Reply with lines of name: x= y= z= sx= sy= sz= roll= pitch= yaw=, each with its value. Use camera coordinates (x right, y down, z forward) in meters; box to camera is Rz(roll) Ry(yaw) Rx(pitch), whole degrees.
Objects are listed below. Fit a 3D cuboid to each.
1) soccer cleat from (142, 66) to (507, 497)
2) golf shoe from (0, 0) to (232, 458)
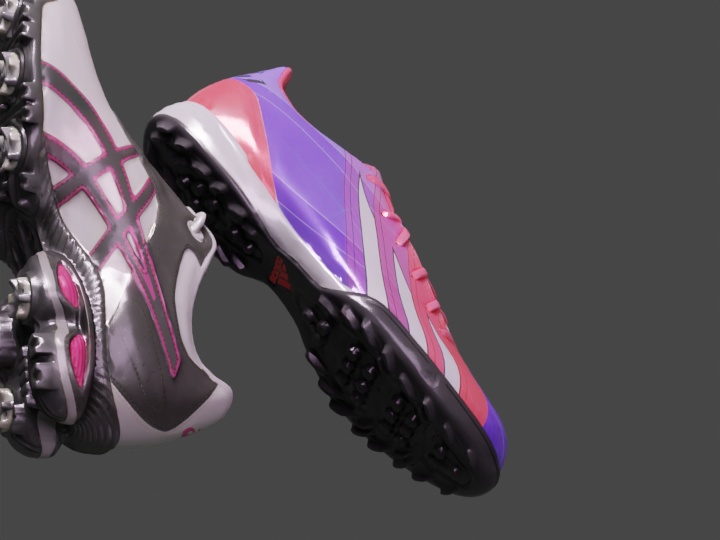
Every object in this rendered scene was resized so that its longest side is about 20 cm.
soccer cleat: x=0.000 y=0.000 z=1.110 sx=0.073 sy=0.068 sz=0.200 roll=-32 pitch=70 yaw=-30
golf shoe: x=-0.106 y=-0.022 z=1.101 sx=0.088 sy=0.077 sz=0.201 roll=2 pitch=68 yaw=-26
